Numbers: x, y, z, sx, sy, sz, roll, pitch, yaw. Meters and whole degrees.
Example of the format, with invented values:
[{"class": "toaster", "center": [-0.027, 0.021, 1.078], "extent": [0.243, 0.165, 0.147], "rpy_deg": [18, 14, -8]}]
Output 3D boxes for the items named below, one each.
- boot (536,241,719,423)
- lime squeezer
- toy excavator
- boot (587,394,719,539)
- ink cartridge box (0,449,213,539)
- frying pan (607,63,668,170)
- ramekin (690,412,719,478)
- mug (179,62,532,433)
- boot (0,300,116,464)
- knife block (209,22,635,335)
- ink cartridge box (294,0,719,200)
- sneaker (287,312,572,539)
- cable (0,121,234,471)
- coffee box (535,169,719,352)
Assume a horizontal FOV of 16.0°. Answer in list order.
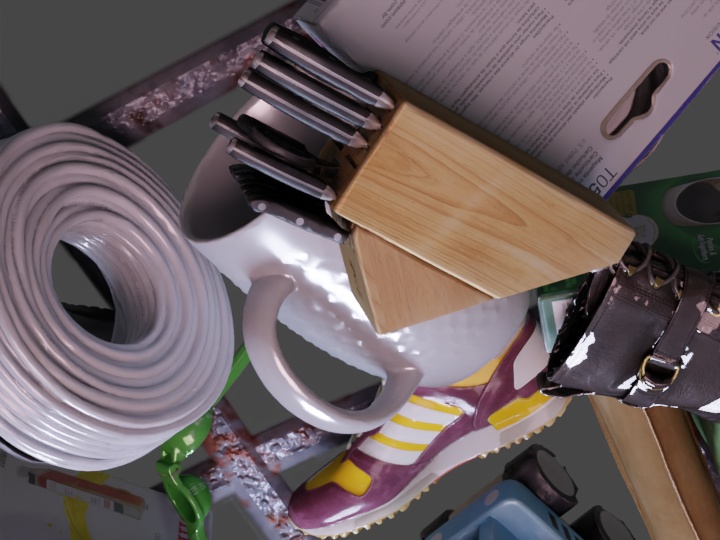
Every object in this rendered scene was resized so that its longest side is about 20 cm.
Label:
[{"class": "boot", "center": [0.207, 0.021, 1.394], "extent": [0.174, 0.069, 0.200], "rpy_deg": [22, 121, -14]}, {"class": "lime squeezer", "center": [-0.094, 0.121, 1.561], "extent": [0.038, 0.071, 0.200], "rpy_deg": [7, 93, 42]}, {"class": "toy excavator", "center": [0.086, 0.193, 1.557], "extent": [0.100, 0.200, 0.194], "rpy_deg": [-39, 113, 20]}, {"class": "boot", "center": [0.190, 0.131, 1.579], "extent": [0.066, 0.175, 0.200], "rpy_deg": [-24, 93, -7]}, {"class": "ink cartridge box", "center": [-0.197, 0.185, 1.589], "extent": [0.200, 0.145, 0.083], "rpy_deg": [20, 116, -11]}, {"class": "frying pan", "center": [0.121, -0.139, 1.461], "extent": [0.115, 0.031, 0.190], "rpy_deg": [-5, 108, -3]}, {"class": "ramekin", "center": [0.299, 0.078, 1.547], "extent": [0.200, 0.098, 0.200], "rpy_deg": [0, 120, 0]}, {"class": "mug", "center": [0.000, 0.000, 1.452], "extent": [0.175, 0.200, 0.148], "rpy_deg": [42, 142, -24]}, {"class": "boot", "center": [-0.180, 0.072, 1.521], "extent": [0.200, 0.132, 0.070], "rpy_deg": [29, 118, -26]}, {"class": "knife block", "center": [0.029, -0.065, 1.330], "extent": [0.200, 0.064, 0.176], "rpy_deg": [-16, 114, -8]}, {"class": "ink cartridge box", "center": [0.097, -0.143, 1.393], "extent": [0.196, 0.043, 0.200], "rpy_deg": [-49, 116, -6]}, {"class": "sneaker", "center": [0.028, 0.086, 1.577], "extent": [0.200, 0.075, 0.090], "rpy_deg": [-31, 107, 10]}, {"class": "cable", "center": [-0.159, 0.013, 1.458], "extent": [0.200, 0.200, 0.069], "rpy_deg": [4, 155, -46]}, {"class": "coffee box", "center": [0.199, -0.011, 1.484], "extent": [0.200, 0.123, 0.044], "rpy_deg": [-10, 119, 4]}]
